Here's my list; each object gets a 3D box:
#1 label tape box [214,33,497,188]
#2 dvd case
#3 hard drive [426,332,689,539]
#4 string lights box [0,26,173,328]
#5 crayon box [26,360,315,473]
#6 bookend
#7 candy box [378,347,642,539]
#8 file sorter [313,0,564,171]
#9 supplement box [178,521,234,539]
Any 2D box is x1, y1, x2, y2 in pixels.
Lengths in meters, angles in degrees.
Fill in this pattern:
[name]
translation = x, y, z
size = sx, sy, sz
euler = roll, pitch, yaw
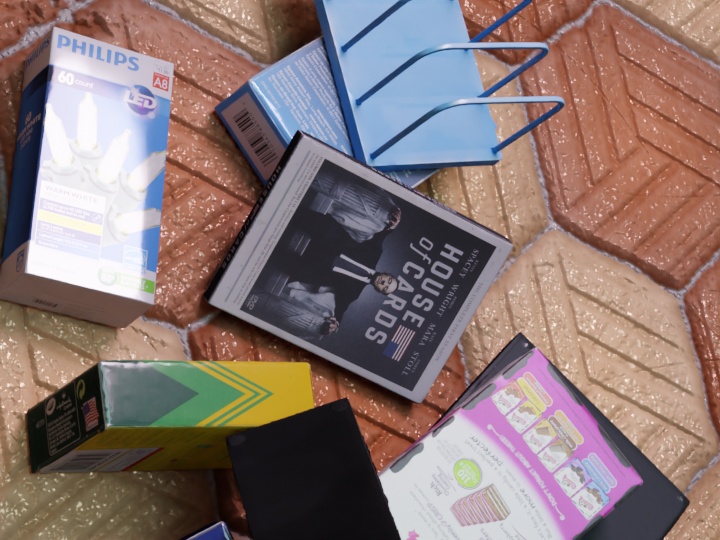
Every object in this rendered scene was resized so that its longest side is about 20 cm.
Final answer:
[label tape box]
translation = -0.001, -0.123, 1.653
size = 0.200, 0.066, 0.144
euler = -36, 93, -40
[dvd case]
translation = 0.000, 0.000, 1.572
size = 0.200, 0.025, 0.151
euler = 26, 100, -22
[hard drive]
translation = 0.159, 0.164, 1.640
size = 0.200, 0.033, 0.140
euler = 45, 53, 2
[string lights box]
translation = -0.202, -0.068, 1.500
size = 0.102, 0.059, 0.201
euler = 15, 64, -27
[crayon box]
translation = -0.120, 0.105, 1.443
size = 0.199, 0.127, 0.051
euler = 3, 69, -33
[bookend]
translation = -0.008, 0.229, 1.368
size = 0.092, 0.200, 0.199
euler = -18, 35, -3
[candy box]
translation = 0.097, 0.174, 1.554
size = 0.200, 0.061, 0.137
euler = -37, 87, -20
[file sorter]
translation = 0.061, -0.195, 1.606
size = 0.138, 0.123, 0.201
euler = -5, 74, -35
[supplement box]
translation = -0.096, 0.282, 1.376
size = 0.109, 0.109, 0.200
euler = -27, 86, -9
